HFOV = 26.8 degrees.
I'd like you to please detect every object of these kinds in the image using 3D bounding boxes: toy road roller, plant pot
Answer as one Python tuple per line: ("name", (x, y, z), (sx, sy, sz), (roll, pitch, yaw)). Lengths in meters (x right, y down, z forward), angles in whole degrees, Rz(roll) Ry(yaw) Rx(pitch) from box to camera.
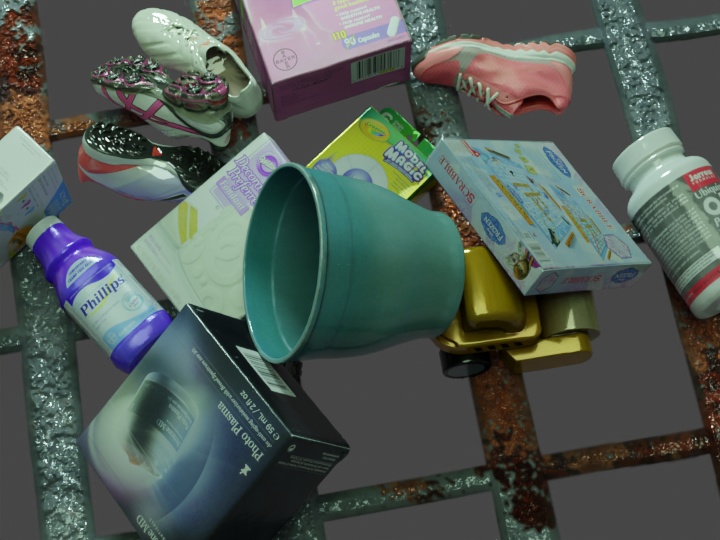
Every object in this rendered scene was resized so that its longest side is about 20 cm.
("toy road roller", (0.164, 0.035, 1.649), (0.197, 0.146, 0.125), (-8, 69, -3))
("plant pot", (0.000, 0.000, 1.568), (0.186, 0.200, 0.203), (5, 66, -26))

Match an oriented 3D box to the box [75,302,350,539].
("box", (-0.154, 0.180, 1.549), (0.199, 0.123, 0.200), (-50, 59, 11))

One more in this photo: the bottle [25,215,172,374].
("bottle", (-0.296, 0.022, 1.696), (0.083, 0.065, 0.200), (-41, 74, -13))

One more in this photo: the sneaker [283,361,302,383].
("sneaker", (-0.118, 0.165, 1.647), (0.084, 0.077, 0.203), (2, 70, 18))

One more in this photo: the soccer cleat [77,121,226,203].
("soccer cleat", (-0.231, -0.108, 1.755), (0.197, 0.074, 0.069), (18, 43, -11))

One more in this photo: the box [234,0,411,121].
("box", (-0.051, -0.309, 1.807), (0.174, 0.097, 0.202), (-17, 69, -6))

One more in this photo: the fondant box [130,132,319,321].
("fondant box", (-0.135, -0.032, 1.686), (0.199, 0.058, 0.145), (-40, 83, 2))

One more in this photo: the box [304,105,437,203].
("box", (0.002, -0.099, 1.754), (0.117, 0.048, 0.200), (42, 73, 13))

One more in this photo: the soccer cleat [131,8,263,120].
("soccer cleat", (-0.192, -0.257, 1.796), (0.199, 0.078, 0.069), (39, 74, 14))

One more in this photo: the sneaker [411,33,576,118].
("sneaker", (0.158, -0.224, 1.787), (0.197, 0.074, 0.088), (1, 70, 0))

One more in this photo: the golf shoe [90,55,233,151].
("golf shoe", (-0.236, -0.193, 1.772), (0.198, 0.093, 0.073), (19, 41, 30))

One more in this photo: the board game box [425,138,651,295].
("board game box", (0.196, -0.062, 1.663), (0.198, 0.041, 0.201), (-2, 48, -44))

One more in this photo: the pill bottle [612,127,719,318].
("pill bottle", (0.370, -0.057, 1.704), (0.110, 0.111, 0.201), (-28, 72, -10))

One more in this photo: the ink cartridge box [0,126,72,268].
("ink cartridge box", (-0.425, -0.053, 1.699), (0.068, 0.115, 0.200), (41, 75, 15))
